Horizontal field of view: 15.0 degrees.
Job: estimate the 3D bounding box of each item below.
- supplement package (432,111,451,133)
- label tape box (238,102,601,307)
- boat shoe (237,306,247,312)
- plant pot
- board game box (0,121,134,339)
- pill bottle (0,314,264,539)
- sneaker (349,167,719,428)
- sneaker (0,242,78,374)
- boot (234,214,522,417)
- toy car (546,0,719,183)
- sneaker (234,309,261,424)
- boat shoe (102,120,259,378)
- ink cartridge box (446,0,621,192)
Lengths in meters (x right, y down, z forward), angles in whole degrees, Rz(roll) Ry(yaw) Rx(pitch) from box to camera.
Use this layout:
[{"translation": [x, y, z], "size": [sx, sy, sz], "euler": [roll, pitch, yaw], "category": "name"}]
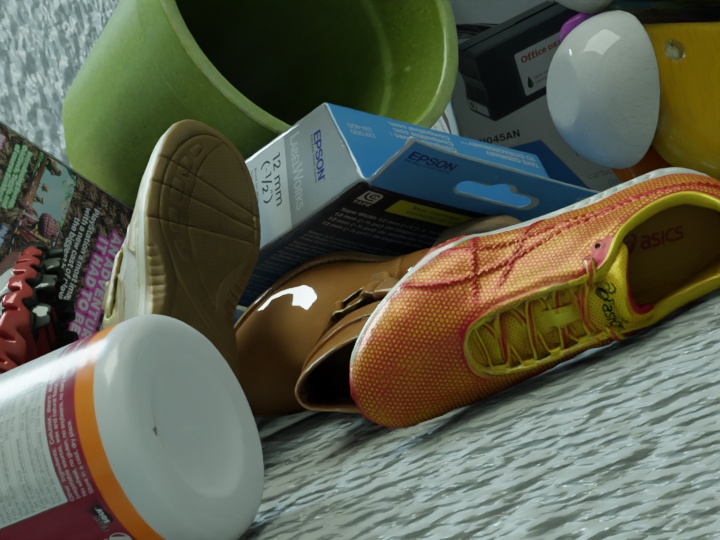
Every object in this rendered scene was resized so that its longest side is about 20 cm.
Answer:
[{"translation": [0.084, -0.128, 1.779], "size": [0.200, 0.151, 0.152], "euler": [-26, -25, 4], "category": "supplement package"}, {"translation": [0.022, -0.036, 1.460], "size": [0.143, 0.066, 0.200], "euler": [12, -31, -34], "category": "label tape box"}, {"translation": [0.000, 0.000, 1.607], "size": [0.069, 0.074, 0.200], "euler": [-21, 2, 35], "category": "boat shoe"}, {"translation": [-0.079, -0.112, 1.580], "size": [0.200, 0.200, 0.190], "euler": [-32, -4, -44], "category": "plant pot"}, {"translation": [-0.235, 0.004, 1.541], "size": [0.097, 0.200, 0.160], "euler": [-18, 46, 45], "category": "board game box"}, {"translation": [-0.152, 0.102, 1.238], "size": [0.200, 0.110, 0.110], "euler": [-24, 6, 28], "category": "pill bottle"}, {"translation": [0.084, 0.010, 1.229], "size": [0.200, 0.073, 0.077], "euler": [-29, 16, -2], "category": "sneaker"}, {"translation": [-0.202, 0.052, 1.401], "size": [0.098, 0.071, 0.201], "euler": [-4, 35, 11], "category": "sneaker"}, {"translation": [-0.009, 0.040, 1.368], "size": [0.200, 0.074, 0.155], "euler": [-29, 10, 24], "category": "boot"}, {"translation": [0.169, -0.129, 1.502], "size": [0.175, 0.200, 0.150], "euler": [-2, -17, -20], "category": "toy car"}, {"translation": [-0.131, 0.083, 1.473], "size": [0.104, 0.075, 0.200], "euler": [-16, 15, 33], "category": "sneaker"}, {"translation": [-0.101, 0.015, 1.394], "size": [0.069, 0.074, 0.200], "euler": [-34, 39, 41], "category": "boat shoe"}, {"translation": [0.114, -0.138, 1.632], "size": [0.144, 0.200, 0.084], "euler": [-15, 6, 2], "category": "ink cartridge box"}]
